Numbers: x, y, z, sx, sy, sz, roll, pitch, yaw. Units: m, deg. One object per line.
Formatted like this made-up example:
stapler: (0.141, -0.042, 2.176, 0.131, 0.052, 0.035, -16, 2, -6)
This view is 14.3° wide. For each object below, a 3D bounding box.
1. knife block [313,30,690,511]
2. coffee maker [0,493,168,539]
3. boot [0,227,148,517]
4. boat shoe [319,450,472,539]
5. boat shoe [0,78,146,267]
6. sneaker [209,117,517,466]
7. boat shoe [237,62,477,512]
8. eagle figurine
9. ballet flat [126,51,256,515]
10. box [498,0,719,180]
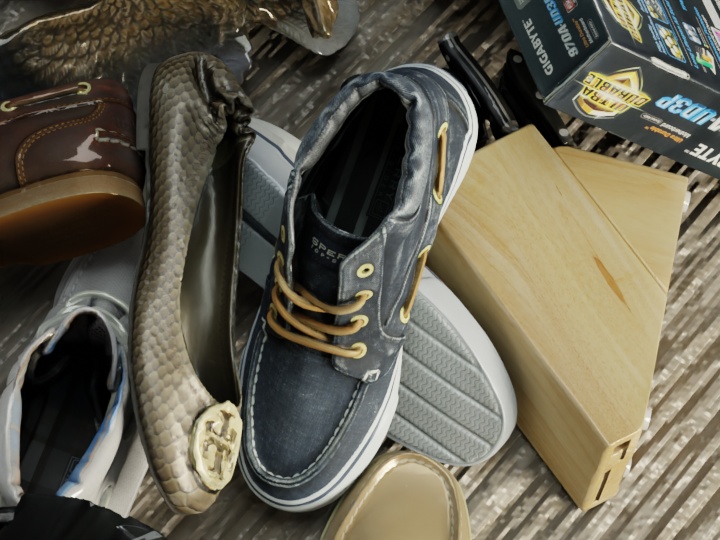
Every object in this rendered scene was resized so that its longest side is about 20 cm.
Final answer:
knife block: (0.052, -0.008, 1.290, 0.175, 0.064, 0.200, 13, 58, 2)
coffee maker: (-0.142, 0.188, 1.068, 0.135, 0.192, 0.200, 38, 62, -2)
boot: (-0.108, 0.038, 1.221, 0.073, 0.096, 0.200, 12, 57, 1)
boat shoe: (0.005, 0.154, 1.181, 0.072, 0.065, 0.200, 17, 57, 3)
boat shoe: (-0.188, -0.030, 1.248, 0.199, 0.070, 0.071, -13, 63, 7)
sneaker: (0.000, 0.000, 1.275, 0.200, 0.073, 0.071, 47, 30, 5)
boat shoe: (-0.014, 0.008, 1.189, 0.071, 0.091, 0.201, 21, 98, 14)
eagle figurine: (-0.107, -0.133, 1.328, 0.200, 0.151, 0.152, -23, 14, 18)
ballet flat: (-0.066, 0.002, 1.203, 0.046, 0.067, 0.201, -7, 70, 16)
box: (0.116, -0.142, 1.330, 0.159, 0.046, 0.200, 19, 40, -45)
